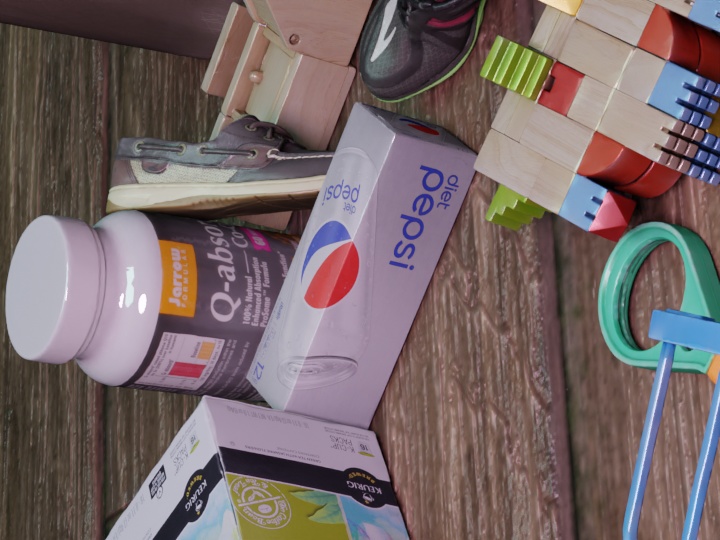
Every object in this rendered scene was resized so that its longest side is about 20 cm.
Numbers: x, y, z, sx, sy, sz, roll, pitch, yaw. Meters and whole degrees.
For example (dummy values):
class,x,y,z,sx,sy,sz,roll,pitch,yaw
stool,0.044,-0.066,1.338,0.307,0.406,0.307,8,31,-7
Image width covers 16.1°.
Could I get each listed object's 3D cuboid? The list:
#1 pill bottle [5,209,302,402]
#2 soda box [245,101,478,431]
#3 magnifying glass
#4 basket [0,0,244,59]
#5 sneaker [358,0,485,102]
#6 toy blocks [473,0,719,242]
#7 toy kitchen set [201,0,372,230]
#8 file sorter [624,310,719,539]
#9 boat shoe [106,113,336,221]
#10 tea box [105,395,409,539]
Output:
class,x,y,z,sx,sy,sz,roll,pitch,yaw
pill bottle,-0.123,0.023,1.675,0.116,0.200,0.117,-19,67,55
soda box,0.000,0.000,1.616,0.063,0.068,0.200,44,115,56
magnifying glass,0.181,0.038,1.342,0.200,0.022,0.080,48,119,54
basket,-0.189,-0.239,1.887,0.180,0.200,0.136,-60,24,28
sneaker,0.049,-0.183,1.582,0.077,0.084,0.200,54,130,20
toy blocks,0.150,-0.095,1.393,0.137,0.100,0.200,33,101,46
toy kitchen set,-0.118,-0.164,1.774,0.163,0.180,0.200,43,115,58
file sorter,0.227,0.099,1.111,0.200,0.139,0.123,14,92,61
boat shoe,-0.075,-0.071,1.681,0.201,0.072,0.066,-6,82,19
tea box,-0.069,0.222,1.572,0.200,0.134,0.197,-56,36,31
